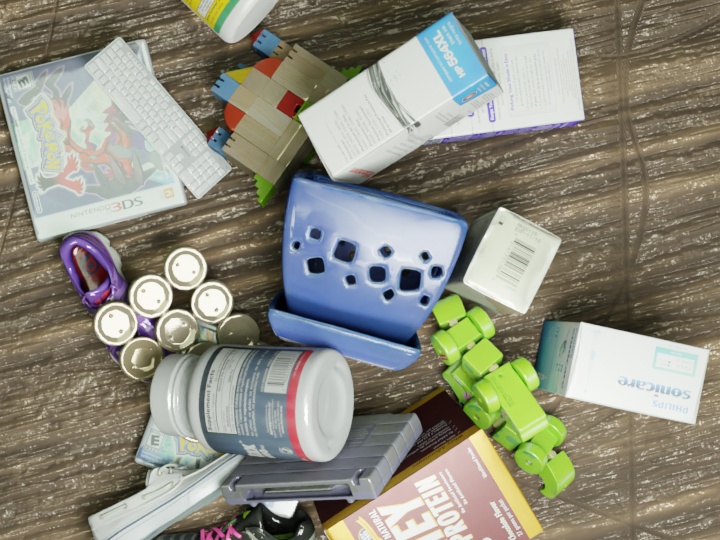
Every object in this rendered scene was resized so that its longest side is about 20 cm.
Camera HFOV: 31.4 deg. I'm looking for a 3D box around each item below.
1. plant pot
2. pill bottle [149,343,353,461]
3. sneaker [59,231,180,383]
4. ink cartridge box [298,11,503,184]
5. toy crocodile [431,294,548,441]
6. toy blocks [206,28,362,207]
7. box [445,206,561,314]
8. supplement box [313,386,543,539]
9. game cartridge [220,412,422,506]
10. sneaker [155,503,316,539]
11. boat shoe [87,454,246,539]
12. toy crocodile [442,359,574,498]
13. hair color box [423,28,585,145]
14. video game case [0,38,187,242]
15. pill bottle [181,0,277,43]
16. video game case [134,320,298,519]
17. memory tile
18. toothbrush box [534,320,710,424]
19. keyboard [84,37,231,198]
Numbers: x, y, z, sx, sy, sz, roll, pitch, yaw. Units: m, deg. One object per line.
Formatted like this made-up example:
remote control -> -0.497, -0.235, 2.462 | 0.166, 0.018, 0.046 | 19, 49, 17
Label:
plant pot -> 0.000, 0.000, 1.431 | 0.198, 0.200, 0.181 | 15, 95, -2
pill bottle -> -0.118, 0.139, 1.374 | 0.198, 0.119, 0.121 | 1, 89, 25
sneaker -> -0.286, 0.046, 1.465 | 0.080, 0.083, 0.201 | -37, 90, 3
ink cartridge box -> 0.046, -0.183, 1.399 | 0.199, 0.146, 0.085 | -31, 85, 11
toy crocodile -> 0.142, 0.108, 1.456 | 0.067, 0.062, 0.200 | -33, 66, -13
toy blocks -> -0.109, -0.190, 1.483 | 0.136, 0.100, 0.201 | 33, 84, 9
box -> 0.153, -0.008, 1.431 | 0.077, 0.200, 0.095 | 27, 88, -2
supplement box -> 0.063, 0.255, 1.412 | 0.196, 0.200, 0.133 | -32, 101, -3
game cartridge -> -0.041, 0.206, 1.392 | 0.199, 0.130, 0.039 | -9, 109, 33
sneaker -> -0.140, 0.306, 1.464 | 0.198, 0.074, 0.088 | 4, 109, -8
boat shoe -> -0.220, 0.252, 1.451 | 0.199, 0.074, 0.067 | -33, 78, -6
toy crocodile -> 0.175, 0.182, 1.502 | 0.200, 0.062, 0.068 | 42, 51, 1
hair color box -> 0.155, -0.214, 1.505 | 0.198, 0.065, 0.110 | -7, 90, -4
video game case -> -0.315, -0.152, 1.500 | 0.181, 0.023, 0.202 | -15, 89, -3
pill bottle -> -0.186, -0.368, 1.466 | 0.200, 0.113, 0.113 | 43, 87, -1
video game case -> -0.141, 0.172, 1.502 | 0.199, 0.022, 0.184 | 21, 88, -2
memory tile -> -0.194, 0.085, 1.455 | 0.153, 0.017, 0.200 | -40, 107, -9
toothbrush box -> 0.285, 0.111, 1.436 | 0.145, 0.200, 0.086 | 12, 89, -2
keyboard -> -0.234, -0.177, 1.488 | 0.056, 0.011, 0.200 | -44, 101, -21
